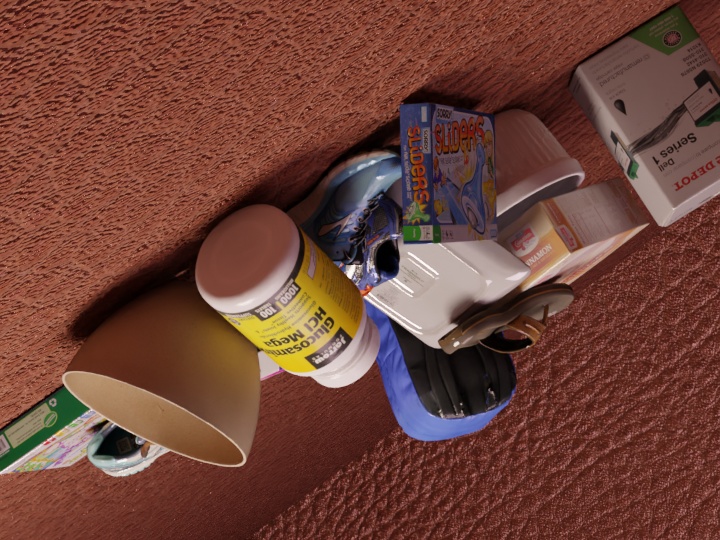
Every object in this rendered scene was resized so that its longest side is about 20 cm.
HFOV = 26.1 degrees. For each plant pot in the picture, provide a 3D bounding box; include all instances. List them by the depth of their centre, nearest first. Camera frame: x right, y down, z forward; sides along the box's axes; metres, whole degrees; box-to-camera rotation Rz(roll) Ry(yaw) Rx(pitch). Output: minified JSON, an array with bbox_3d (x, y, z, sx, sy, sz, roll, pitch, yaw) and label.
[{"bbox_3d":[-0.178,0.091,1.550,0.200,0.199,0.135,117,-2,-69],"label":"plant pot"}]

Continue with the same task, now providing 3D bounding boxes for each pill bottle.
[{"bbox_3d":[-0.064,0.032,1.517,0.112,0.113,0.200,-34,136,10],"label":"pill bottle"}]

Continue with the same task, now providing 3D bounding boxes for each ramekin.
[{"bbox_3d":[0.148,-0.098,1.783,0.199,0.106,0.200,-32,170,-7],"label":"ramekin"}]

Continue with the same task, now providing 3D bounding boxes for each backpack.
[{"bbox_3d":[0.100,0.108,1.918,0.161,0.201,0.168,-15,158,-20],"label":"backpack"}]

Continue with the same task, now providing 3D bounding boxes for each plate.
[{"bbox_3d":[0.060,-0.002,1.735,0.200,0.199,0.032,-44,-166,48],"label":"plate"}]

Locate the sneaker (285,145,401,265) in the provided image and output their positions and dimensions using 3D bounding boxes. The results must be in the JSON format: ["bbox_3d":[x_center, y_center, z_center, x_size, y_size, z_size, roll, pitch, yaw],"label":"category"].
[{"bbox_3d":[-0.008,-0.053,1.577,0.200,0.090,0.078,-41,166,32],"label":"sneaker"}]

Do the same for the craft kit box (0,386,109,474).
[{"bbox_3d":[-0.308,0.161,1.791,0.199,0.049,0.197,-35,172,9],"label":"craft kit box"}]

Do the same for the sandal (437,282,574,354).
[{"bbox_3d":[0.172,0.066,1.766,0.199,0.055,0.082,-18,162,-44],"label":"sandal"}]

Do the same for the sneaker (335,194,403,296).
[{"bbox_3d":[0.000,0.000,1.677,0.075,0.078,0.201,-46,160,-48],"label":"sneaker"}]

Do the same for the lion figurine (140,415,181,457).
[{"bbox_3d":[-0.176,0.123,1.673,0.072,0.202,0.122,21,179,-34],"label":"lion figurine"}]

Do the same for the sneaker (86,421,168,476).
[{"bbox_3d":[-0.226,0.175,1.780,0.199,0.078,0.086,-34,166,6],"label":"sneaker"}]

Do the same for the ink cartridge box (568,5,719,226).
[{"bbox_3d":[0.354,-0.174,1.771,0.145,0.201,0.084,-32,170,-6],"label":"ink cartridge box"}]

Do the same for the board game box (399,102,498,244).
[{"bbox_3d":[0.091,-0.096,1.570,0.034,0.137,0.200,-1,-178,23],"label":"board game box"}]

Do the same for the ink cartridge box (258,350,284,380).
[{"bbox_3d":[-0.113,0.111,1.857,0.199,0.037,0.094,-28,174,36],"label":"ink cartridge box"}]

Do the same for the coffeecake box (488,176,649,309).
[{"bbox_3d":[0.227,-0.028,1.840,0.153,0.073,0.199,-40,167,37],"label":"coffeecake box"}]
